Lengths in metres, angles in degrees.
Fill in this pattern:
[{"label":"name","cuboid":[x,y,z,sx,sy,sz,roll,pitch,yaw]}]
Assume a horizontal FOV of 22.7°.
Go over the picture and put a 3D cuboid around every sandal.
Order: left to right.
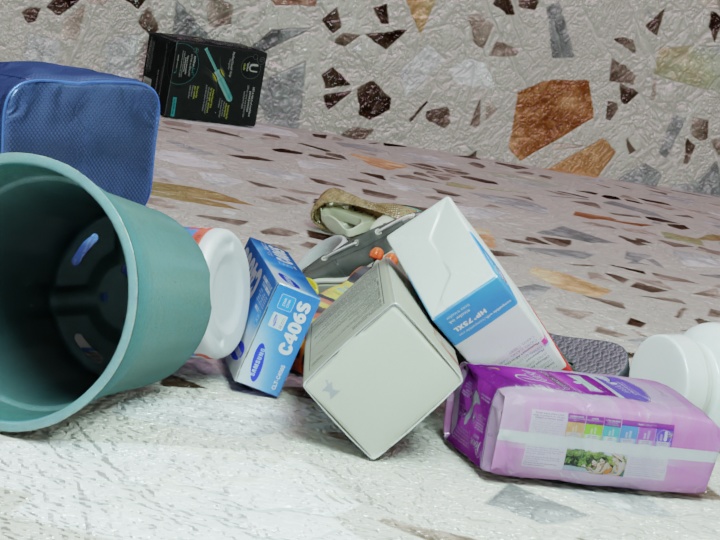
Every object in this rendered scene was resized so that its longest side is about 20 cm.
[{"label":"sandal","cuboid":[0.161,0.088,1.730,0.200,0.043,0.076,16,48,27]}]

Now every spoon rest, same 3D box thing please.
[{"label":"spoon rest","cuboid":[-0.010,0.002,1.958,0.099,0.061,0.200,32,-2,-26]}]

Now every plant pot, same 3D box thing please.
[{"label":"plant pot","cuboid":[-0.219,0.018,1.375,0.200,0.201,0.196,14,2,18]}]

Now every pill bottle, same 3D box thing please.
[{"label":"pill bottle","cuboid":[-0.204,0.016,1.533,0.200,0.112,0.112,2,7,18]},{"label":"pill bottle","cuboid":[0.349,0.105,1.645,0.200,0.113,0.113,4,12,-29]}]

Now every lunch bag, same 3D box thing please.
[{"label":"lunch bag","cuboid":[-0.286,-0.121,1.642,0.132,0.136,0.200,18,14,42]}]

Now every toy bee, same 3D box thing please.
[{"label":"toy bee","cuboid":[-0.008,0.032,1.690,0.131,0.109,0.200,14,12,12]}]

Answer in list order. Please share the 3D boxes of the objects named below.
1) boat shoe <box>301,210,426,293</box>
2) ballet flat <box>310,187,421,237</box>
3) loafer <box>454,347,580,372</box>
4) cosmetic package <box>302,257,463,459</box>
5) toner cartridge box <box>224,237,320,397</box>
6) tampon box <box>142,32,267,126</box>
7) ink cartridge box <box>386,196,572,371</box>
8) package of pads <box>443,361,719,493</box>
[{"label":"boat shoe","cuboid":[0.000,0.000,1.770,0.200,0.067,0.057,-23,38,24]},{"label":"ballet flat","cuboid":[0.016,-0.057,2.383,0.200,0.071,0.065,15,38,36]},{"label":"loafer","cuboid":[0.143,0.069,1.672,0.200,0.072,0.063,25,59,34]},{"label":"cosmetic package","cuboid":[0.016,0.068,1.474,0.087,0.103,0.200,48,8,-8]},{"label":"toner cartridge box","cuboid":[-0.087,0.038,1.604,0.043,0.095,0.200,21,7,-14]},{"label":"tampon box","cuboid":[-0.305,-0.370,3.477,0.200,0.150,0.126,4,13,-33]},{"label":"ink cartridge box","cuboid":[0.112,0.043,1.541,0.200,0.067,0.116,50,8,-43]},{"label":"package of pads","cuboid":[0.178,0.126,1.461,0.200,0.076,0.120,7,8,-18]}]
